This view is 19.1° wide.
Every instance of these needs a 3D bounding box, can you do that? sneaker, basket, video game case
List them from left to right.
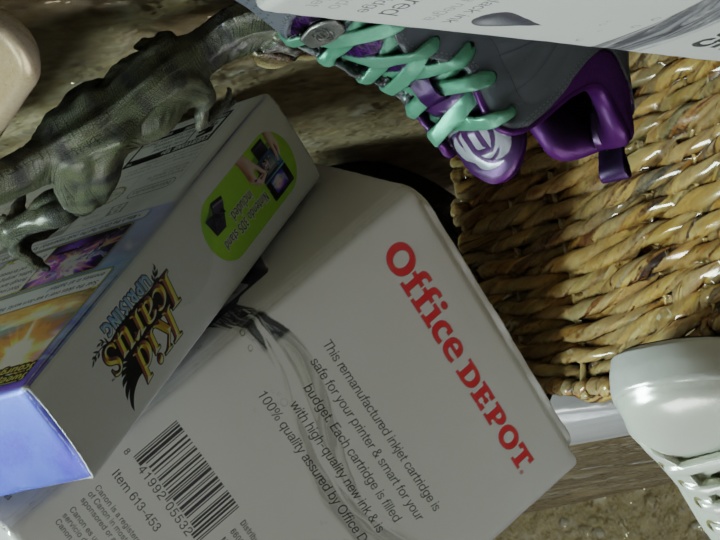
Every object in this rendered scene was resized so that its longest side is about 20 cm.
[{"bbox_3d":[-0.135,0.021,0.830,0.199,0.046,0.181,-15,-153,40],"label":"video game case"},{"bbox_3d":[0.022,-0.074,0.645,0.199,0.088,0.074,2,165,-44],"label":"sneaker"},{"bbox_3d":[0.150,-0.020,0.864,0.148,0.143,0.200,0,167,-33],"label":"basket"},{"bbox_3d":[0.161,0.089,0.806,0.073,0.085,0.200,-18,146,34],"label":"sneaker"}]

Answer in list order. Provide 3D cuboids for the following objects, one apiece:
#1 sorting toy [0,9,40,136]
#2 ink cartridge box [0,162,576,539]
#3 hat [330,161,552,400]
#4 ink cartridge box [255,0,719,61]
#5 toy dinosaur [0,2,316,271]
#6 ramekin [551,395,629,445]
[{"bbox_3d":[-0.220,-0.058,0.703,0.199,0.037,0.185,1,166,-21],"label":"sorting toy"},{"bbox_3d":[-0.036,0.076,0.835,0.200,0.145,0.084,-40,-155,-16],"label":"ink cartridge box"},{"bbox_3d":[0.000,0.000,0.965,0.200,0.201,0.081,-3,129,-24],"label":"hat"},{"bbox_3d":[0.089,-0.113,0.507,0.199,0.083,0.146,1,165,-38],"label":"ink cartridge box"},{"bbox_3d":[-0.098,-0.040,0.743,0.200,0.048,0.088,-36,180,-13],"label":"toy dinosaur"},{"bbox_3d":[0.117,0.058,1.358,0.201,0.095,0.202,-8,170,-1],"label":"ramekin"}]
